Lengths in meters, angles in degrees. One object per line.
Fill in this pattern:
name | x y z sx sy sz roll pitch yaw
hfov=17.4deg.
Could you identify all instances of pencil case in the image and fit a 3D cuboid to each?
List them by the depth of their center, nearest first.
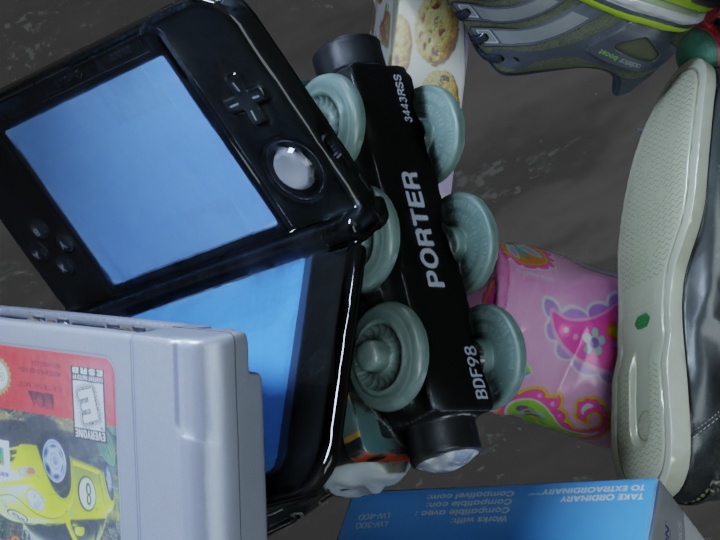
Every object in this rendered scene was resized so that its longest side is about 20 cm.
pencil case | 0.129 0.048 1.124 0.200 0.087 0.087 16 93 -18

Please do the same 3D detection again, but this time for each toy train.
toy train | 0.000 0.000 1.028 0.085 0.114 0.200 1 68 -41

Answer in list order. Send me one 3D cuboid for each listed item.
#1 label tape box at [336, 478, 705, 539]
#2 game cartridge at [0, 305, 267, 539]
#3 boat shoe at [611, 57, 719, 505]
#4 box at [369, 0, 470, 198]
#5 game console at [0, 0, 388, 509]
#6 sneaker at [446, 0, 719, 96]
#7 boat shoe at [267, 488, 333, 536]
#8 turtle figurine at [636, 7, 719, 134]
label tape box | 0.072 0.132 1.036 0.143 0.200 0.066 -4 62 21
game cartridge | -0.116 0.084 0.965 0.041 0.200 0.133 -13 101 -44
boat shoe | 0.156 0.006 1.059 0.068 0.072 0.200 5 83 -19
box | 0.024 -0.076 1.094 0.041 0.039 0.200 6 96 -18
game console | -0.096 0.006 0.971 0.176 0.200 0.116 56 46 -16
sneaker | 0.058 -0.129 1.038 0.200 0.074 0.081 19 125 -11
boat shoe | -0.058 0.096 1.083 0.199 0.075 0.066 -23 145 -15
turtle figurine | 0.208 -0.112 1.120 0.200 0.101 0.150 -13 102 -21
